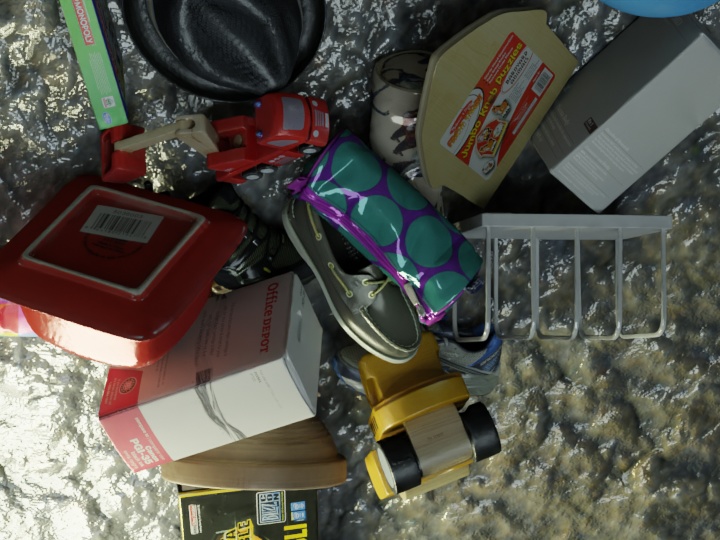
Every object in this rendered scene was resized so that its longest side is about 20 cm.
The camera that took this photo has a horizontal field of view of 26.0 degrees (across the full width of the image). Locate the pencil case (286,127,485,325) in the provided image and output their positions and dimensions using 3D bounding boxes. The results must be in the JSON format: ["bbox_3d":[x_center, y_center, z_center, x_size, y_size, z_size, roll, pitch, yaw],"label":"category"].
[{"bbox_3d":[0.026,-0.040,1.493,0.200,0.092,0.085,43,142,-5],"label":"pencil case"}]

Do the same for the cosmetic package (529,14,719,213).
[{"bbox_3d":[0.270,-0.166,1.540,0.090,0.107,0.200,35,109,-29],"label":"cosmetic package"}]

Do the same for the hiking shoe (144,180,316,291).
[{"bbox_3d":[-0.126,-0.036,1.561,0.199,0.076,0.101,6,125,-15],"label":"hiking shoe"}]

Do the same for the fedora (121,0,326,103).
[{"bbox_3d":[-0.120,-0.223,1.424,0.199,0.092,0.201,-5,124,-8],"label":"fedora"}]

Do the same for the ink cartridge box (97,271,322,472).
[{"bbox_3d":[-0.142,0.098,1.523,0.199,0.147,0.083,-18,122,14],"label":"ink cartridge box"}]

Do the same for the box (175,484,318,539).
[{"bbox_3d":[-0.129,0.311,1.813,0.159,0.049,0.201,-7,124,-10],"label":"box"}]

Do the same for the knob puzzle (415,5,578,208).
[{"bbox_3d":[0.112,-0.169,1.486,0.219,0.030,0.221,-30,138,-31],"label":"knob puzzle"}]

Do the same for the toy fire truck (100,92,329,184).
[{"bbox_3d":[-0.140,-0.124,1.468,0.141,0.049,0.200,8,162,-40],"label":"toy fire truck"}]

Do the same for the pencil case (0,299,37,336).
[{"bbox_3d":[-0.369,0.024,1.546,0.199,0.089,0.089,1,123,-15],"label":"pencil case"}]

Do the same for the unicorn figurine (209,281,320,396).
[{"bbox_3d":[-0.154,0.077,1.643,0.199,0.074,0.138,-12,128,16],"label":"unicorn figurine"}]

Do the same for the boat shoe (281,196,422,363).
[{"bbox_3d":[-0.002,0.001,1.548,0.202,0.072,0.060,55,147,2],"label":"boat shoe"}]

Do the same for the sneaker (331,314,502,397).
[{"bbox_3d":[0.064,0.083,1.684,0.199,0.077,0.086,-2,129,-23],"label":"sneaker"}]

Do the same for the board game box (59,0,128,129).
[{"bbox_3d":[-0.243,-0.243,1.361,0.029,0.135,0.201,-13,126,-3],"label":"board game box"}]

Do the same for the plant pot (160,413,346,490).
[{"bbox_3d":[-0.113,0.177,1.667,0.200,0.201,0.093,1,89,-13],"label":"plant pot"}]

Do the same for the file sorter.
[{"bbox_3d":[0.201,0.009,1.597,0.199,0.139,0.125,0,87,-12],"label":"file sorter"}]

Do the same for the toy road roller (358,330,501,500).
[{"bbox_3d":[0.060,0.150,1.627,0.122,0.147,0.200,-20,167,-9],"label":"toy road roller"}]

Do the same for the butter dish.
[{"bbox_3d":[-0.227,0.025,1.476,0.199,0.200,0.148,15,132,19],"label":"butter dish"}]

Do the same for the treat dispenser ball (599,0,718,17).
[{"bbox_3d":[0.265,-0.325,1.375,0.200,0.201,0.202,-6,125,-8],"label":"treat dispenser ball"}]

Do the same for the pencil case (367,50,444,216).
[{"bbox_3d":[0.049,-0.118,1.541,0.089,0.078,0.201,3,123,-1],"label":"pencil case"}]
